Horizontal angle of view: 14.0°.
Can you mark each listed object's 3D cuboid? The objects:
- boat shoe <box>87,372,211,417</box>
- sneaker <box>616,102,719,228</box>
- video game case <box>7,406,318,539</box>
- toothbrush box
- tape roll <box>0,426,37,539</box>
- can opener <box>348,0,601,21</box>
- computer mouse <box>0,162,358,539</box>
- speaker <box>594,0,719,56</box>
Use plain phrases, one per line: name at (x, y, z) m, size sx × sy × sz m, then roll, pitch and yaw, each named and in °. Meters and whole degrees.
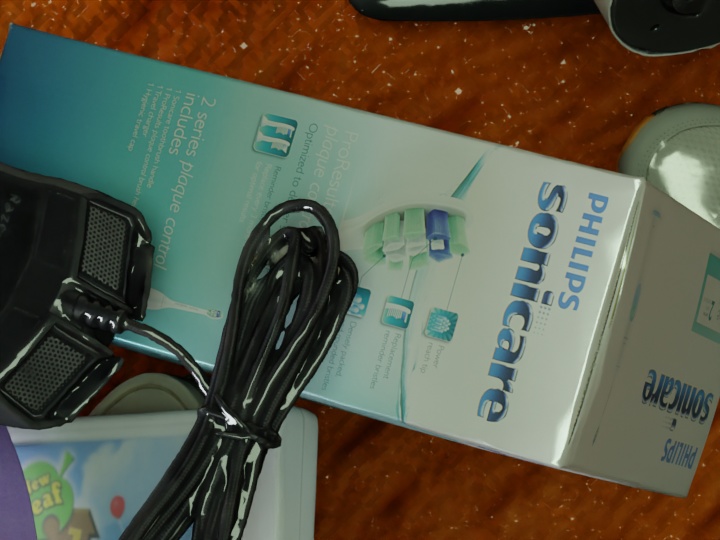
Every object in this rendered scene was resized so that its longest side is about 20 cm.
boat shoe at (-0.100, 0.109, 0.934) m, size 0.200 × 0.057 × 0.067 m, roll -43°, pitch 61°, yaw 19°
sneaker at (0.166, 0.014, 0.916) m, size 0.200 × 0.092 × 0.076 m, roll 39°, pitch 88°, yaw 4°
video game case at (-0.100, 0.135, 0.875) m, size 0.200 × 0.022 × 0.182 m, roll -5°, pitch 78°, yaw 36°
toothbrush box at (0.000, 0.000, 0.871) m, size 0.200 × 0.146 × 0.085 m, roll 16°, pitch 88°, yaw 22°
tape roll at (-0.180, 0.111, 0.878) m, size 0.066 × 0.200 × 0.200 m, roll 11°, pitch 86°, yaw -41°
can opener at (0.093, -0.109, 0.951) m, size 0.200 × 0.079 × 0.063 m, roll -12°, pitch 125°, yaw 5°
computer mouse at (-0.108, 0.032, 0.798) m, size 0.200 × 0.046 × 0.141 m, roll 14°, pitch 72°, yaw 14°
speaker at (0.070, -0.163, 0.899) m, size 0.081 × 0.081 × 0.200 m, roll -27°, pitch 61°, yaw 1°
